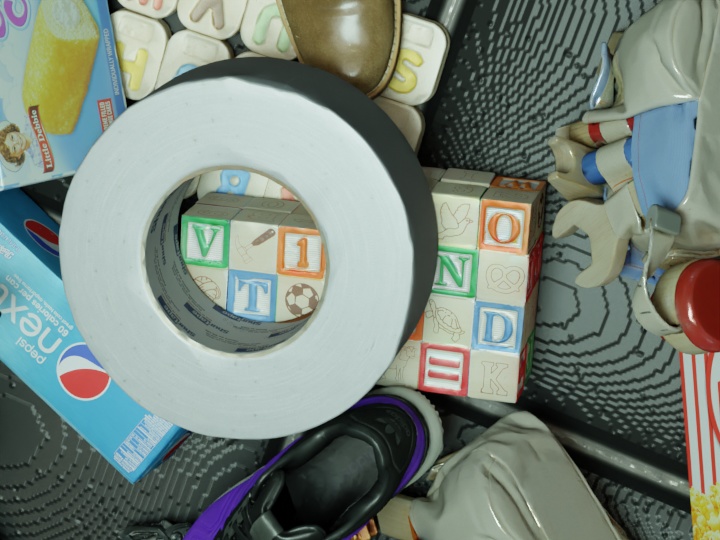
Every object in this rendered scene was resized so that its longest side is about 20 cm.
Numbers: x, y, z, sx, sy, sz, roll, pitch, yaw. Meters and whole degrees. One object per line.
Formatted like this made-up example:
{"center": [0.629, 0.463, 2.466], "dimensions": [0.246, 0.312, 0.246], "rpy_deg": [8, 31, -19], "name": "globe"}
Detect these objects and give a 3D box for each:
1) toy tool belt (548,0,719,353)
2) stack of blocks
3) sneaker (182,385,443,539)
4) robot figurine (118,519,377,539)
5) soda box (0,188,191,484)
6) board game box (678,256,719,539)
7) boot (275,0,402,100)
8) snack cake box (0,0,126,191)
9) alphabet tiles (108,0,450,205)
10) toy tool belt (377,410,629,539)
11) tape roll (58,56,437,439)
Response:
{"center": [0.160, -0.046, 1.324], "dimensions": [0.124, 0.123, 0.201], "rpy_deg": [18, 71, -30], "name": "toy tool belt"}
{"center": [0.000, 0.000, 1.411], "dimensions": [0.199, 0.059, 0.116], "rpy_deg": [6, 106, 11], "name": "stack of blocks"}
{"center": [-0.047, 0.139, 1.366], "dimensions": [0.200, 0.099, 0.070], "rpy_deg": [-44, 85, 15], "name": "sneaker"}
{"center": [-0.075, 0.206, 1.461], "dimensions": [0.199, 0.058, 0.146], "rpy_deg": [-21, 90, 14], "name": "robot figurine"}
{"center": [-0.175, 0.029, 1.456], "dimensions": [0.200, 0.068, 0.064], "rpy_deg": [44, 106, 4], "name": "soda box"}
{"center": [0.238, 0.093, 1.339], "dimensions": [0.046, 0.151, 0.202], "rpy_deg": [-8, 96, -31], "name": "board game box"}
{"center": [-0.020, -0.191, 1.383], "dimensions": [0.073, 0.075, 0.202], "rpy_deg": [-7, 92, 7], "name": "boot"}
{"center": [-0.204, -0.148, 1.410], "dimensions": [0.067, 0.115, 0.201], "rpy_deg": [-6, 97, 35], "name": "snack cake box"}
{"center": [-0.053, -0.124, 1.438], "dimensions": [0.199, 0.015, 0.197], "rpy_deg": [19, 101, 9], "name": "alphabet tiles"}
{"center": [0.096, 0.189, 1.405], "dimensions": [0.123, 0.125, 0.201], "rpy_deg": [-34, 89, 40], "name": "toy tool belt"}
{"center": [-0.060, -0.012, 1.356], "dimensions": [0.199, 0.066, 0.202], "rpy_deg": [3, 106, 12], "name": "tape roll"}
